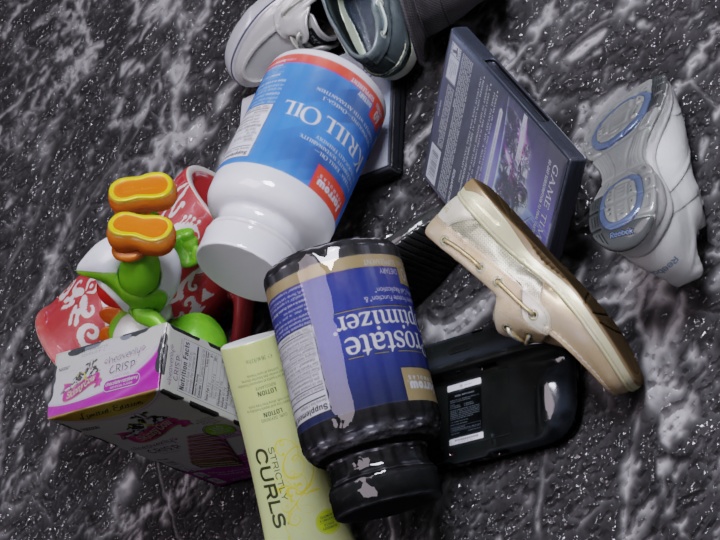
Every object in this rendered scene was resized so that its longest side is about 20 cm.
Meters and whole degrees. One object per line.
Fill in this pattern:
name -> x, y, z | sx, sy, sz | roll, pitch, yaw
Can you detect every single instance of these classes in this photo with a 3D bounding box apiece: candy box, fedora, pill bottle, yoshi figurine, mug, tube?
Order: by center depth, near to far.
pill bottle -> -0.001, 0.085, 1.537 | 0.111, 0.112, 0.201 | -25, 71, 34
tube -> -0.058, 0.149, 1.585 | 0.058, 0.052, 0.201 | -12, 95, 35
candy box -> -0.137, 0.114, 1.650 | 0.136, 0.200, 0.061 | -17, 58, 39
yoshi figurine -> -0.157, 0.023, 1.672 | 0.112, 0.201, 0.112 | -33, 50, -31
pill bottle -> -0.061, -0.077, 1.680 | 0.112, 0.112, 0.201 | -7, 50, 43
fedora -> 0.073, -0.277, 1.700 | 0.090, 0.178, 0.201 | -14, 38, 7
mug -> -0.162, 0.027, 1.797 | 0.200, 0.177, 0.134 | -47, 10, 16

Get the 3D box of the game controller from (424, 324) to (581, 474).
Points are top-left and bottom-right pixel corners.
game controller -> 0.087, 0.100, 1.562 | 0.199, 0.042, 0.105 | -19, 71, 39

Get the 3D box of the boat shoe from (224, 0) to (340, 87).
boat shoe -> -0.042, -0.228, 1.838 | 0.200, 0.072, 0.066 | -35, 43, 16

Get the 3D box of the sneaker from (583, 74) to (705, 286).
sneaker -> 0.216, -0.065, 1.489 | 0.074, 0.087, 0.201 | -29, 33, 34

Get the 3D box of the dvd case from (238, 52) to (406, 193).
dvd case -> -0.039, -0.122, 1.813 | 0.199, 0.018, 0.144 | -19, 56, 37

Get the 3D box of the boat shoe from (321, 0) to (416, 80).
boat shoe -> -0.008, -0.262, 1.753 | 0.073, 0.062, 0.201 | -29, 71, 29

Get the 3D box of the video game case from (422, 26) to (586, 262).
video game case -> 0.109, -0.081, 1.587 | 0.200, 0.019, 0.144 | 54, 143, 45

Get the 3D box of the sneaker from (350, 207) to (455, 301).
sneaker -> 0.000, 0.000, 1.667 | 0.200, 0.074, 0.089 | -41, 47, 22

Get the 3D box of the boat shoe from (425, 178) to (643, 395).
boat shoe -> 0.128, 0.023, 1.486 | 0.065, 0.072, 0.200 | -44, 75, 10
